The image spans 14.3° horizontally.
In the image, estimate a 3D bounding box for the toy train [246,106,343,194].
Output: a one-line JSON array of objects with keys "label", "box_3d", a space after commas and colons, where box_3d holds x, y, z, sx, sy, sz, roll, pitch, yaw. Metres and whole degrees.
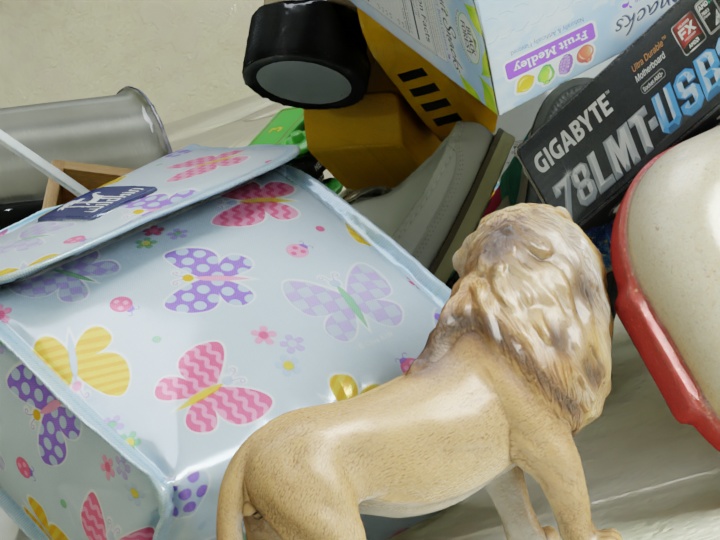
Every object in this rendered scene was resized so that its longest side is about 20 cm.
[{"label": "toy train", "box_3d": [-0.060, -0.023, 1.384, 0.056, 0.042, 0.200, -6, 29, 35]}]

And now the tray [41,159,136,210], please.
[{"label": "tray", "box_3d": [-0.114, 0.029, 1.382, 0.099, 0.037, 0.200, 7, 43, -2]}]

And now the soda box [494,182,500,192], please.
[{"label": "soda box", "box_3d": [0.151, -0.034, 1.514, 0.200, 0.064, 0.068, -16, 9, 20]}]

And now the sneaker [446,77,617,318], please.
[{"label": "sneaker", "box_3d": [0.072, 0.017, 1.325, 0.121, 0.084, 0.200, 108, -174, -55]}]

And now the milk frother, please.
[{"label": "milk frother", "box_3d": [-0.197, 0.019, 1.552, 0.188, 0.200, 0.181, -8, 38, -23]}]

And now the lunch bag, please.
[{"label": "lunch bag", "box_3d": [-0.075, 0.032, 1.146, 0.170, 0.127, 0.200, -23, 48, -30]}]

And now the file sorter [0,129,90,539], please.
[{"label": "file sorter", "box_3d": [-0.201, 0.044, 1.251, 0.139, 0.125, 0.200, -22, 40, 46]}]

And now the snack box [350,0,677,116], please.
[{"label": "snack box", "box_3d": [0.068, -0.158, 1.144, 0.169, 0.068, 0.200, -27, 36, -15]}]

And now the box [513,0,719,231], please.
[{"label": "box", "box_3d": [0.186, -0.098, 1.104, 0.198, 0.050, 0.200, -19, -16, -35]}]

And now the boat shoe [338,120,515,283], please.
[{"label": "boat shoe", "box_3d": [0.000, 0.000, 1.312, 0.200, 0.068, 0.075, -56, 3, 37]}]

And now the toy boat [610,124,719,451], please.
[{"label": "toy boat", "box_3d": [0.178, 0.003, 1.081, 0.200, 0.131, 0.131, -23, -11, -25]}]

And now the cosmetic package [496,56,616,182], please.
[{"label": "cosmetic package", "box_3d": [0.174, -0.093, 1.706, 0.200, 0.102, 0.074, -25, 11, -35]}]

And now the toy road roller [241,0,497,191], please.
[{"label": "toy road roller", "box_3d": [0.044, -0.112, 1.308, 0.146, 0.123, 0.200, -1, -24, 23]}]

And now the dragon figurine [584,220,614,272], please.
[{"label": "dragon figurine", "box_3d": [0.176, -0.015, 1.218, 0.200, 0.099, 0.059, -24, 10, -28]}]

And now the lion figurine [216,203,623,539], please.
[{"label": "lion figurine", "box_3d": [0.016, 0.063, 1.006, 0.200, 0.123, 0.072, -27, 11, -28]}]
